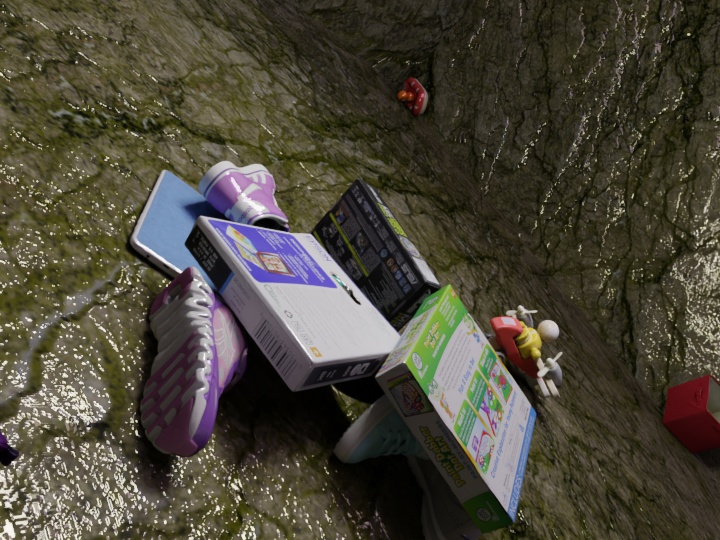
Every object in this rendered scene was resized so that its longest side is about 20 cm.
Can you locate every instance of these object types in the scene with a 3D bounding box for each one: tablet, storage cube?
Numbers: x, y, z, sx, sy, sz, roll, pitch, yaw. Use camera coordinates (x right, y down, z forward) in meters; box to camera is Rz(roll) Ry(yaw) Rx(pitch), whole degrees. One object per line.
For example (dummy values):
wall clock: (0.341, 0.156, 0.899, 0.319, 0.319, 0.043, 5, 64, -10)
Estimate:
tablet: (-0.201, -0.043, 0.794, 0.129, 0.014, 0.201, 38, 20, -24)
storage cube: (1.208, 0.511, 2.347, 0.200, 0.179, 0.172, 43, 48, -9)

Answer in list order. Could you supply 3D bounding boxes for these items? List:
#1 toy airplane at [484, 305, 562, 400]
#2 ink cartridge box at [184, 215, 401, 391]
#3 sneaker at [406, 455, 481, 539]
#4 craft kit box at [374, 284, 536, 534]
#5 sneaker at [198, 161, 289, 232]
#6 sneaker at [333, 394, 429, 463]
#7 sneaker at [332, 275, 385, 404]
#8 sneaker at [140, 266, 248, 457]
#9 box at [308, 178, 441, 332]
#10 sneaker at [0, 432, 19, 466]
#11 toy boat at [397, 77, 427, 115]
toy airplane: (0.362, 0.166, 1.379, 0.201, 0.141, 0.198, 51, 19, 16)
ink cartridge box: (-0.061, 0.031, 0.700, 0.199, 0.044, 0.199, 48, 21, 24)
sneaker: (0.110, 0.240, 0.782, 0.074, 0.082, 0.201, 36, 22, -27)
craft kit box: (0.115, 0.141, 0.733, 0.200, 0.048, 0.200, 58, 29, -7)
sneaker: (-0.138, -0.082, 0.897, 0.114, 0.073, 0.200, 43, 13, 3)
sneaker: (0.061, 0.177, 0.739, 0.198, 0.075, 0.082, -19, 55, -40)
sneaker: (-0.027, 0.074, 0.810, 0.199, 0.084, 0.121, 37, 24, 8)
sneaker: (-0.137, 0.083, 0.589, 0.088, 0.080, 0.202, 42, 17, -33)
box: (0.000, 0.000, 0.911, 0.044, 0.160, 0.202, 18, 33, -50)
sneaker: (-0.244, 0.108, 0.314, 0.088, 0.074, 0.200, 48, 18, -7)
toy boat: (0.236, -0.835, 3.188, 0.128, 0.132, 0.202, -6, 47, -28)
